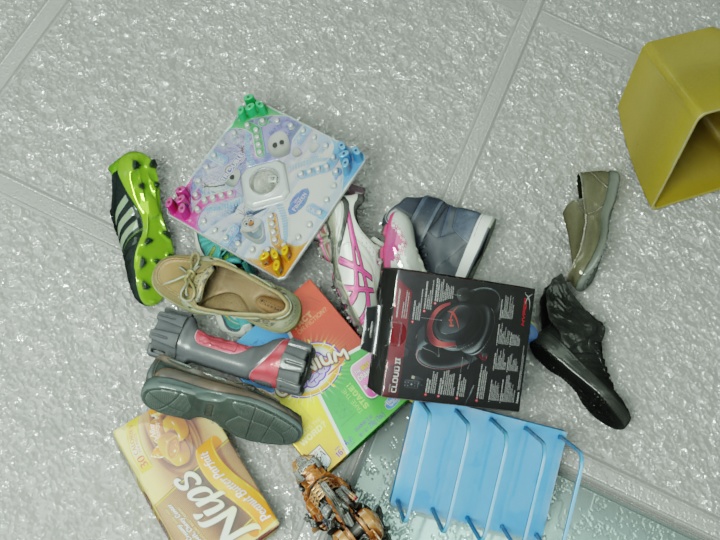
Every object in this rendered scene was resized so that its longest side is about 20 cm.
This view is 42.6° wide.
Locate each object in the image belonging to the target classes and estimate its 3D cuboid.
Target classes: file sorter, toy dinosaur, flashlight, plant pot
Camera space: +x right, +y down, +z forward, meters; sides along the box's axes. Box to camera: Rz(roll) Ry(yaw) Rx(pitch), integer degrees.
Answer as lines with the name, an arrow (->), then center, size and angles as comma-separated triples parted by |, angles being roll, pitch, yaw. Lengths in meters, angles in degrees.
file sorter -> 0.149, 0.247, 1.097 | 0.196, 0.123, 0.142 | 14, 91, -4
toy dinosaur -> -0.012, 0.303, 1.051 | 0.100, 0.137, 0.203 | -17, 60, -7
flashlight -> -0.155, 0.094, 1.126 | 0.196, 0.069, 0.068 | 17, 21, 9
plant pot -> 0.498, -0.243, 1.373 | 0.196, 0.202, 0.178 | -16, 58, -16

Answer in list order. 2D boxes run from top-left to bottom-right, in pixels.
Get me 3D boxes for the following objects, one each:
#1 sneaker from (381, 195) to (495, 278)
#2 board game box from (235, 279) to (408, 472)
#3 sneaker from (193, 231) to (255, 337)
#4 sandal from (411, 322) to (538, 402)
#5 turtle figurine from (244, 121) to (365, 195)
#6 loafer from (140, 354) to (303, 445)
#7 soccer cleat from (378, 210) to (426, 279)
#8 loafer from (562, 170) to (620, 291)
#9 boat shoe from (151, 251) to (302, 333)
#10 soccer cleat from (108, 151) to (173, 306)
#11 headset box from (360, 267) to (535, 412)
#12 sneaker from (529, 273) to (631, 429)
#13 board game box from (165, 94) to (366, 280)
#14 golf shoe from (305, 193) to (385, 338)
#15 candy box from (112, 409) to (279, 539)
sneaker -> 0.081, -0.006, 1.254 | 0.144, 0.077, 0.205 | 22, 72, 11
board game box -> -0.057, 0.137, 1.166 | 0.152, 0.040, 0.200 | -40, 77, -12
sneaker -> -0.168, -0.016, 1.208 | 0.076, 0.080, 0.203 | -14, 68, -15
sandal -> 0.156, 0.136, 1.204 | 0.198, 0.080, 0.088 | -34, 80, -14
turtle figurine -> -0.096, -0.115, 1.261 | 0.197, 0.101, 0.152 | 25, 64, -4
loafer -> -0.158, 0.148, 1.094 | 0.196, 0.072, 0.064 | 19, 43, -14
soccer cleat -> 0.069, 0.026, 1.180 | 0.085, 0.070, 0.205 | 1, 88, 20
loafer -> 0.320, -0.061, 1.326 | 0.068, 0.076, 0.203 | 15, 59, 10
boat shoe -> -0.167, 0.021, 1.122 | 0.196, 0.063, 0.075 | 13, 78, 11
soccer cleat -> -0.292, -0.053, 1.216 | 0.067, 0.080, 0.205 | -2, 83, -46
headset box -> 0.098, 0.080, 1.109 | 0.196, 0.075, 0.152 | 7, 90, -14
sneaker -> 0.306, 0.109, 1.245 | 0.200, 0.060, 0.104 | 44, 66, 11
board game box -> -0.124, -0.115, 1.188 | 0.198, 0.026, 0.202 | 28, 73, 21
golf shoe -> 0.000, 0.000, 1.200 | 0.091, 0.073, 0.203 | -21, 98, -4
candy box -> -0.196, 0.252, 1.096 | 0.114, 0.056, 0.202 | -28, 74, -22
